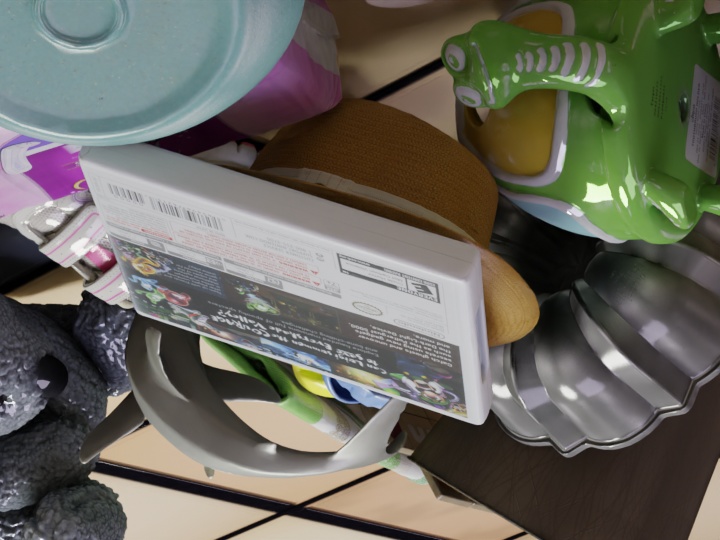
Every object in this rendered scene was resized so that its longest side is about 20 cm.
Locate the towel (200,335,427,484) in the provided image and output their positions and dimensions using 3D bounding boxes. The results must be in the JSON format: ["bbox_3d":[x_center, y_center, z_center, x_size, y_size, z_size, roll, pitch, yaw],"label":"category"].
[{"bbox_3d":[-0.039,0.062,1.688,0.031,0.149,0.200,-53,148,2],"label":"towel"}]

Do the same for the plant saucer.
[{"bbox_3d":[-0.123,-0.124,1.212,0.199,0.036,0.201,0,133,0],"label":"plant saucer"}]

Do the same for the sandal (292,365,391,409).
[{"bbox_3d":[0.000,0.000,1.521,0.079,0.087,0.201,-29,129,-20],"label":"sandal"}]

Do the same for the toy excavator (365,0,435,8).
[{"bbox_3d":[0.049,-0.176,1.217,0.194,0.100,0.200,-21,164,26],"label":"toy excavator"}]

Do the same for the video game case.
[{"bbox_3d":[-0.032,0.005,1.356,0.199,0.023,0.182,17,158,12],"label":"video game case"}]

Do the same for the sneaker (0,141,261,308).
[{"bbox_3d":[-0.130,-0.027,1.477,0.199,0.089,0.081,5,153,-33],"label":"sneaker"}]

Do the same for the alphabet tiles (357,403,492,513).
[{"bbox_3d":[0.054,0.087,1.736,0.006,0.167,0.200,-43,145,22],"label":"alphabet tiles"}]

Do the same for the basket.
[{"bbox_3d":[0.151,0.068,1.593,0.201,0.180,0.136,-59,149,-1],"label":"basket"}]

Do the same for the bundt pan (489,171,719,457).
[{"bbox_3d":[0.118,-0.005,1.515,0.201,0.203,0.076,-24,143,29],"label":"bundt pan"}]

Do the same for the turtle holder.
[{"bbox_3d":[0.114,-0.077,1.387,0.131,0.142,0.185,2,-159,27],"label":"turtle holder"}]

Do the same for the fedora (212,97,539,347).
[{"bbox_3d":[0.004,-0.031,1.386,0.200,0.082,0.201,19,161,7],"label":"fedora"}]

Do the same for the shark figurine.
[{"bbox_3d":[-0.080,0.065,1.491,0.128,0.214,0.090,-40,138,-24],"label":"shark figurine"}]

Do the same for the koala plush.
[{"bbox_3d":[-0.226,0.062,1.552,0.183,0.178,0.200,10,164,14],"label":"koala plush"}]

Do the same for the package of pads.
[{"bbox_3d":[-0.118,-0.099,1.332,0.199,0.076,0.120,-17,155,16],"label":"package of pads"}]
